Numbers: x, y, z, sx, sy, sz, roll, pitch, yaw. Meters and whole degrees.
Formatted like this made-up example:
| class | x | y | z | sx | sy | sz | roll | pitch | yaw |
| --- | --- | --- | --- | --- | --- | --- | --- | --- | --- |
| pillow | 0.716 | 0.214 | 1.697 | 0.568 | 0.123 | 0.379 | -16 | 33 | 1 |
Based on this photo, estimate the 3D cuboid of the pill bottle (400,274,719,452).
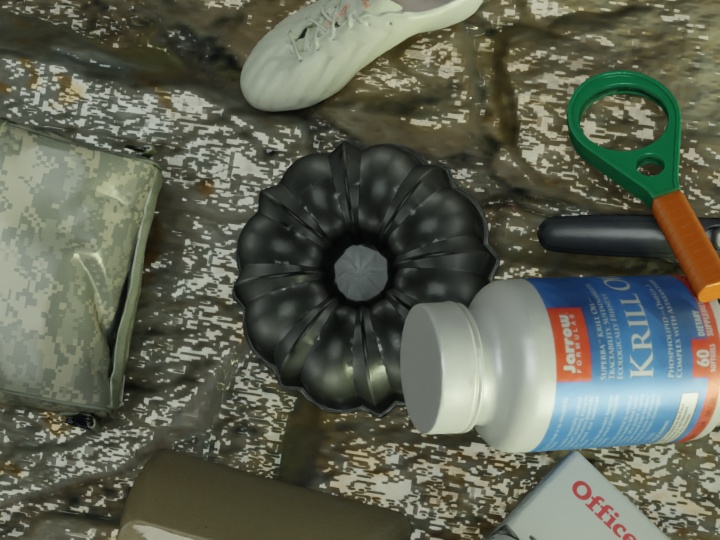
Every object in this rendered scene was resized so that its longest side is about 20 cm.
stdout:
| class | x | y | z | sx | sy | sz | roll | pitch | yaw |
| --- | --- | --- | --- | --- | --- | --- | --- | --- | --- |
| pill bottle | 0.131 | 0.061 | 0.880 | 0.197 | 0.112 | 0.114 | -2 | 82 | -18 |

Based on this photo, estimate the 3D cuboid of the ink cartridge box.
| class | x | y | z | sx | sy | sz | roll | pitch | yaw |
| --- | --- | --- | --- | --- | --- | --- | --- | --- | --- |
| ink cartridge box | 0.120 | 0.239 | 0.868 | 0.145 | 0.084 | 0.200 | 43 | 68 | 13 |

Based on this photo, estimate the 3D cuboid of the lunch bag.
| class | x | y | z | sx | sy | sz | roll | pitch | yaw |
| --- | --- | --- | --- | --- | --- | --- | --- | --- | --- |
| lunch bag | -0.232 | -0.001 | 0.939 | 0.165 | 0.139 | 0.203 | 11 | 85 | 7 |

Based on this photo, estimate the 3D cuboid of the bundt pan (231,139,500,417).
| class | x | y | z | sx | sy | sz | roll | pitch | yaw |
| --- | --- | --- | --- | --- | --- | --- | --- | --- | --- |
| bundt pan | 0.000 | 0.000 | 0.950 | 0.198 | 0.076 | 0.205 | -1 | 82 | 6 |

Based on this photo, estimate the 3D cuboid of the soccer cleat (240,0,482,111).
| class | x | y | z | sx | sy | sz | roll | pitch | yaw |
| --- | --- | --- | --- | --- | --- | --- | --- | --- | --- |
| soccer cleat | -0.001 | -0.179 | 0.969 | 0.198 | 0.078 | 0.070 | -26 | 81 | 2 |

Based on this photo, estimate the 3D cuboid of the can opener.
| class | x | y | z | sx | sy | sz | roll | pitch | yaw |
| --- | --- | --- | --- | --- | --- | --- | --- | --- | --- |
| can opener | 0.222 | -0.020 | 0.936 | 0.197 | 0.063 | 0.080 | 6 | 84 | 6 |

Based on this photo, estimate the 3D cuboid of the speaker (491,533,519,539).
| class | x | y | z | sx | sy | sz | roll | pitch | yaw |
| --- | --- | --- | --- | --- | --- | --- | --- | --- | --- |
| speaker | 0.026 | 0.239 | 0.767 | 0.199 | 0.081 | 0.082 | -32 | 81 | -19 |

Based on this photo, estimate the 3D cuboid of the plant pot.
| class | x | y | z | sx | sy | sz | roll | pitch | yaw |
| --- | --- | --- | --- | --- | --- | --- | --- | --- | --- |
| plant pot | -0.088 | 0.240 | 0.877 | 0.197 | 0.177 | 0.203 | 14 | 85 | 7 |

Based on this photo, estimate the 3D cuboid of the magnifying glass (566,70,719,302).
| class | x | y | z | sx | sy | sz | roll | pitch | yaw |
| --- | --- | --- | --- | --- | --- | --- | --- | --- | --- |
| magnifying glass | 0.201 | -0.062 | 0.919 | 0.078 | 0.023 | 0.202 | -17 | 51 | -3 |
